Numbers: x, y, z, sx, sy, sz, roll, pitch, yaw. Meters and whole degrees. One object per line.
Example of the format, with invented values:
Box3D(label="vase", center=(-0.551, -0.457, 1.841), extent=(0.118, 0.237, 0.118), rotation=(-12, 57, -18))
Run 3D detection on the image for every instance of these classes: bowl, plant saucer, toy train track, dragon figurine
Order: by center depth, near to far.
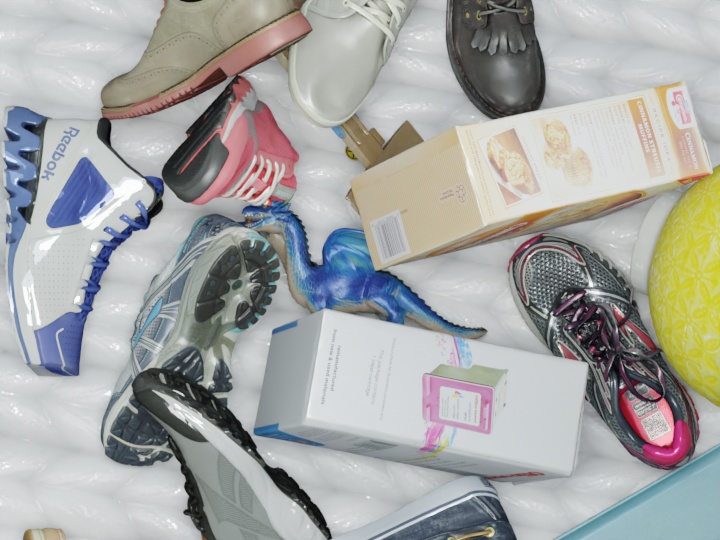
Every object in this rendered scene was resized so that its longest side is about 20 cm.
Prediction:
Box3D(label="bowl", center=(0.260, -0.006, 1.721), extent=(0.108, 0.200, 0.200), rotation=(21, 81, 26))
Box3D(label="toy train track", center=(-0.017, -0.100, 1.745), extent=(0.200, 0.033, 0.115), rotation=(51, 39, -12))
Box3D(label="dragon figurine", center=(0.000, 0.000, 1.746), extent=(0.200, 0.059, 0.100), rotation=(5, 83, -3))
Box3D(label="plant saucer", center=(0.207, 0.200, 1.751), extent=(0.200, 0.019, 0.070), rotation=(-29, 62, -7))

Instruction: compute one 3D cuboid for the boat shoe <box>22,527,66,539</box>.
Box3D(label="boat shoe", center=(-0.186, 0.273, 1.699), extent=(0.069, 0.074, 0.200), rotation=(-17, 86, -18))

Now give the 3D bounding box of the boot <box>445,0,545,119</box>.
Box3D(label="boot", center=(0.099, -0.215, 1.721), extent=(0.069, 0.174, 0.200), rotation=(-12, 84, -6))

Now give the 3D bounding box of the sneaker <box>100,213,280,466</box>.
Box3D(label="sneaker", center=(-0.130, 0.050, 1.731), extent=(0.078, 0.086, 0.200), rotation=(25, 102, -36))

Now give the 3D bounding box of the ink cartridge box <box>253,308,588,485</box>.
Box3D(label="ink cartridge box", center=(0.042, 0.092, 1.678), extent=(0.200, 0.145, 0.085), rotation=(13, 80, -15))

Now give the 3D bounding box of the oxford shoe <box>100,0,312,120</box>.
Box3D(label="oxford shoe", center=(-0.121, -0.165, 1.705), extent=(0.200, 0.070, 0.075), rotation=(-23, 97, 37))

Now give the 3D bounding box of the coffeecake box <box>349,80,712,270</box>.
Box3D(label="coffeecake box", center=(0.120, -0.067, 1.683), extent=(0.200, 0.153, 0.073), rotation=(-13, 85, -30))

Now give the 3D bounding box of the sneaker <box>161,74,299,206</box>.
Box3D(label="sneaker", center=(-0.079, -0.080, 1.686), extent=(0.087, 0.200, 0.074), rotation=(41, 106, -8))

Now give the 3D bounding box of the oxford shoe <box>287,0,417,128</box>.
Box3D(label="oxford shoe", center=(0.007, -0.193, 1.723), extent=(0.075, 0.058, 0.200), rotation=(37, 66, -22))

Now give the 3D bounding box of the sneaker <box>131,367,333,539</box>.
Box3D(label="sneaker", center=(-0.100, 0.150, 1.689), extent=(0.079, 0.074, 0.200), rotation=(-38, 114, 2))

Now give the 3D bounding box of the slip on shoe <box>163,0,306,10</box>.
Box3D(label="slip on shoe", center=(-0.060, -0.211, 1.767), extent=(0.200, 0.061, 0.076), rotation=(-2, 90, -23))

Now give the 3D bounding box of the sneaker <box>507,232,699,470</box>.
Box3D(label="sneaker", center=(0.184, 0.056, 1.741), extent=(0.081, 0.075, 0.200), rotation=(-38, 86, 5))

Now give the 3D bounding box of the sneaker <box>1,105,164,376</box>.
Box3D(label="sneaker", center=(-0.197, -0.026, 1.720), extent=(0.115, 0.081, 0.200), rotation=(-4, 83, 0))

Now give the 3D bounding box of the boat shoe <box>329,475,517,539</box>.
Box3D(label="boat shoe", center=(0.022, 0.229, 1.689), extent=(0.200, 0.071, 0.091), rotation=(-31, 53, 3))
